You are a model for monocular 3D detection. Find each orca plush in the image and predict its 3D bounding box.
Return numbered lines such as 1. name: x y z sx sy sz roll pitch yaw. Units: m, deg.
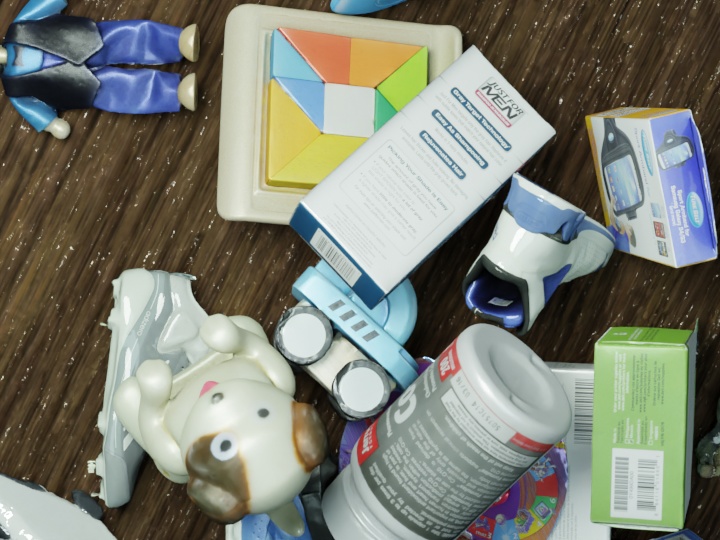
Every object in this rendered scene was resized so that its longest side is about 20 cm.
1. orca plush: -0.285 0.228 1.401 0.199 0.106 0.071 22 125 -12

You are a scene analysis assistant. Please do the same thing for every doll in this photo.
1. doll: -0.232 -0.176 1.372 0.198 0.048 0.138 2 97 -1

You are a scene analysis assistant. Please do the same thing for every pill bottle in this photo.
1. pill bottle: 0.064 0.147 1.339 0.114 0.114 0.200 39 115 -9

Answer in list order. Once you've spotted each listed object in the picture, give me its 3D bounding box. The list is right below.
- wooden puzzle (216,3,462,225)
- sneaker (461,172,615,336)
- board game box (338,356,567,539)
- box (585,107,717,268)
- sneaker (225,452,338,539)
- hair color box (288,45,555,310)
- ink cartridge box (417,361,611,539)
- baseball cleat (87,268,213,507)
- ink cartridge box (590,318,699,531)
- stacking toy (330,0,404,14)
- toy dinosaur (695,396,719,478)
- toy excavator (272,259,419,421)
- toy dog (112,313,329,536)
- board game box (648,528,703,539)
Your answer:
1. wooden puzzle: -0.014 -0.125 1.372 0.198 0.037 0.187 3 75 -8
2. sneaker: 0.136 -0.008 1.369 0.080 0.199 0.116 34 95 19
3. board game box: 0.077 0.171 1.423 0.199 0.039 0.159 24 99 7
4. box: 0.237 -0.070 1.364 0.041 0.200 0.120 -13 97 -5
5. sneaker: -0.056 0.244 1.425 0.110 0.077 0.202 -2 90 3
6. hair color box: 0.049 -0.074 1.326 0.200 0.061 0.100 -43 87 -19
7. ink cartridge box: 0.131 0.180 1.458 0.175 0.045 0.202 2 96 10
8. baseball cleat: -0.169 0.101 1.399 0.105 0.070 0.202 5 96 -6
9. ink cartridge box: 0.241 0.121 1.403 0.075 0.200 0.149 2 95 13
10. stacking toy: -0.001 -0.319 1.367 0.115 0.110 0.201 -24 88 -19
11. toy dinosaur: 0.361 0.098 1.479 0.088 0.047 0.201 19 90 -2
12. toy excavator: 0.000 0.000 1.402 0.194 0.100 0.200 42 82 3
13. toy dog: -0.099 0.133 1.287 0.139 0.200 0.195 -22 94 -12
14. board game box: 0.207 0.340 1.430 0.199 0.043 0.201 -12 115 -26
